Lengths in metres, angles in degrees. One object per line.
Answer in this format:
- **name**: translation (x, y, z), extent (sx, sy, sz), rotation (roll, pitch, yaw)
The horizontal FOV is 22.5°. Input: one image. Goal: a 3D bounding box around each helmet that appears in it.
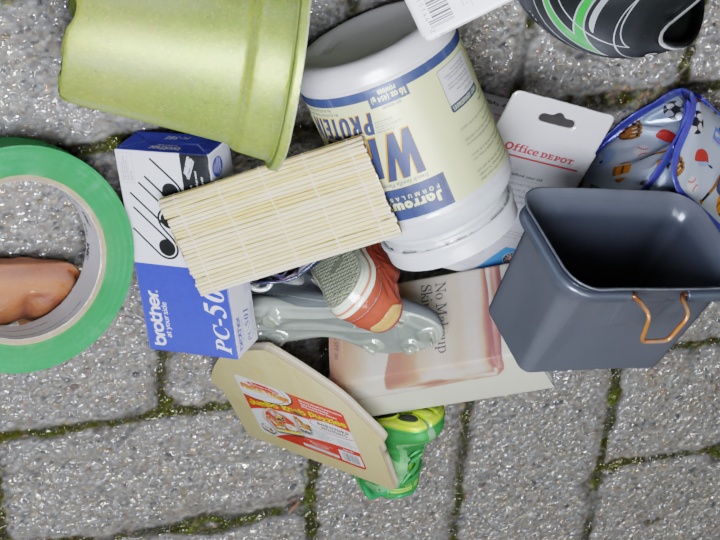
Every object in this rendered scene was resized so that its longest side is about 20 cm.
- **helmet**: translation (0.210, -0.271, 1.490), extent (0.200, 0.200, 0.191), rotation (2, 148, -20)

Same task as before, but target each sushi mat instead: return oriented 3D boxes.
- **sushi mat**: translation (-0.070, -0.044, 1.530), extent (0.200, 0.012, 0.096), rotation (-17, 113, 21)

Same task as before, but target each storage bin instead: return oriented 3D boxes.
- **storage bin**: translation (0.220, 0.024, 1.607), extent (0.200, 0.146, 0.134), rotation (-1, 136, -30)

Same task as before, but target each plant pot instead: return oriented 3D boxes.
- **plant pot**: translation (-0.144, -0.189, 1.449), extent (0.184, 0.200, 0.200), rotation (6, 126, -10)

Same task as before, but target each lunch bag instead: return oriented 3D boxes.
- **lunch bag**: translation (0.296, -0.058, 1.740), extent (0.170, 0.124, 0.200), rotation (35, 99, -37)

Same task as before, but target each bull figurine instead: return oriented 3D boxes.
- **bull figurine**: translation (-0.351, 0.028, 1.622), extent (0.200, 0.065, 0.121), rotation (4, 128, -20)

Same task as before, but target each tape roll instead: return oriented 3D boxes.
- **tape roll**: translation (-0.298, -0.013, 1.565), extent (0.200, 0.048, 0.201), rotation (-7, 107, -24)

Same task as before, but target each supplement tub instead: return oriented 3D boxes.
- **supplement tub**: translation (0.044, -0.115, 1.556), extent (0.145, 0.145, 0.200), rotation (-24, 113, 1)

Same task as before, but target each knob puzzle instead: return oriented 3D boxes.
- **knob puzzle**: translation (-0.056, 0.123, 1.743), extent (0.030, 0.220, 0.220), rotation (-58, 137, -26)

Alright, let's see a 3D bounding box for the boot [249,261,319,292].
- **boot**: translation (-0.113, -0.012, 1.653), extent (0.200, 0.090, 0.073), rotation (-36, 130, 11)

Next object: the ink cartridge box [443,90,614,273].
- **ink cartridge box**: translation (0.136, -0.092, 1.689), extent (0.116, 0.067, 0.200), rotation (12, 123, -26)

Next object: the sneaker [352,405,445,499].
- **sneaker**: translation (0.042, 0.182, 1.820), extent (0.074, 0.084, 0.200), rotation (-18, 169, -22)

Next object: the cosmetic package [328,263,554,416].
- **cosmetic package**: translation (0.076, 0.067, 1.726), extent (0.200, 0.103, 0.087), rotation (-11, 150, 15)

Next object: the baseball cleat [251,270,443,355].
- **baseball cleat**: translation (-0.017, 0.025, 1.692), extent (0.200, 0.106, 0.070), rotation (4, 136, 10)

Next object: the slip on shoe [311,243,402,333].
- **slip on shoe**: translation (0.000, 0.000, 1.631), extent (0.061, 0.200, 0.074), rotation (36, 104, -19)

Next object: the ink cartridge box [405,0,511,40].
- **ink cartridge box**: translation (0.087, -0.306, 1.414), extent (0.176, 0.045, 0.200), rotation (-23, 96, 22)

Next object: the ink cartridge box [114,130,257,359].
- **ink cartridge box**: translation (-0.152, -0.021, 1.603), extent (0.094, 0.044, 0.200), rotation (5, 119, 23)
